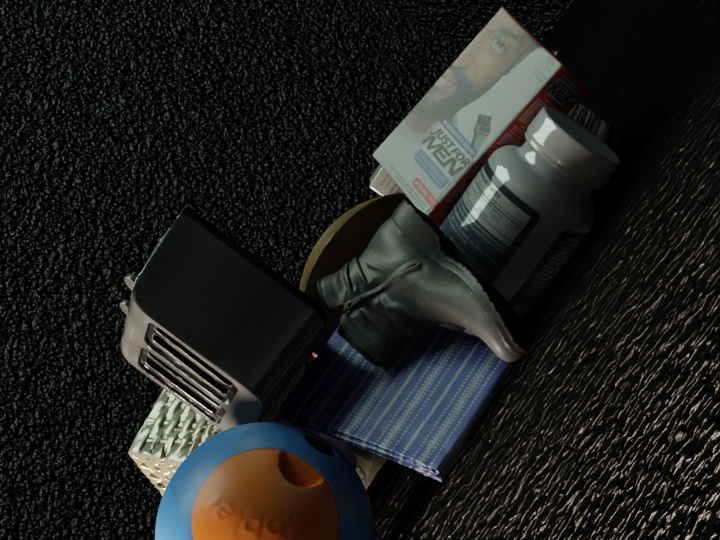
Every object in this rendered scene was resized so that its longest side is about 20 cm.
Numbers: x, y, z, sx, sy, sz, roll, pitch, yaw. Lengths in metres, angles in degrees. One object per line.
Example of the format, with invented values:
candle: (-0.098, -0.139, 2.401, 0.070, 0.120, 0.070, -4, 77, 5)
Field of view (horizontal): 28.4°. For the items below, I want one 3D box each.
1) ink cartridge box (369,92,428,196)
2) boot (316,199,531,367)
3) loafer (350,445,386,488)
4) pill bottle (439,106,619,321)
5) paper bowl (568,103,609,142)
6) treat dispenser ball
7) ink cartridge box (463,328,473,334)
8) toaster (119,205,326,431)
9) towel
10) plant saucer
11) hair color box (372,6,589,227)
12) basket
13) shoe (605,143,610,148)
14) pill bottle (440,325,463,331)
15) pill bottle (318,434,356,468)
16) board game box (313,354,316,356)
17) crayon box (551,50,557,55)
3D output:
ink cartridge box: (0.131, -0.115, 1.836, 0.147, 0.199, 0.083, -56, 5, 10)
boot: (0.056, 0.044, 1.295, 0.132, 0.200, 0.070, -46, -35, 8)
loafer: (-0.002, 0.211, 1.678, 0.200, 0.076, 0.068, -44, 6, 28)
pill bottle: (0.153, -0.049, 1.358, 0.201, 0.119, 0.120, -54, 2, 19)
paper bowl: (0.196, -0.116, 1.671, 0.201, 0.104, 0.201, -56, 1, 1)
treat dispenser ball: (-0.086, 0.240, 1.293, 0.202, 0.200, 0.201, -56, 2, 3)
ink cartridge box: (0.104, 0.029, 1.561, 0.201, 0.094, 0.044, -57, -36, 2)
toaster: (-0.131, 0.058, 1.361, 0.119, 0.199, 0.181, -53, 0, -22)
towel: (0.033, 0.107, 1.306, 0.145, 0.199, 0.024, -54, -43, -23)
plant saucer: (0.000, 0.000, 1.527, 0.200, 0.035, 0.201, -30, -42, -31)
hair color box: (0.117, -0.147, 1.417, 0.200, 0.111, 0.064, -48, -39, 12)
basket: (-0.136, 0.157, 1.510, 0.135, 0.124, 0.201, 2, 52, 39)
shoe: (0.195, -0.118, 1.510, 0.072, 0.091, 0.200, -63, 13, -6)
pill bottle: (0.051, 0.080, 1.429, 0.113, 0.112, 0.200, -55, 19, 18)
pill bottle: (-0.068, 0.240, 1.573, 0.112, 0.112, 0.201, 129, 161, -67)
board game box: (0.014, 0.088, 1.800, 0.200, 0.040, 0.154, 38, -108, -59)
crayon box: (0.129, -0.156, 1.526, 0.201, 0.051, 0.127, -62, 12, 1)
